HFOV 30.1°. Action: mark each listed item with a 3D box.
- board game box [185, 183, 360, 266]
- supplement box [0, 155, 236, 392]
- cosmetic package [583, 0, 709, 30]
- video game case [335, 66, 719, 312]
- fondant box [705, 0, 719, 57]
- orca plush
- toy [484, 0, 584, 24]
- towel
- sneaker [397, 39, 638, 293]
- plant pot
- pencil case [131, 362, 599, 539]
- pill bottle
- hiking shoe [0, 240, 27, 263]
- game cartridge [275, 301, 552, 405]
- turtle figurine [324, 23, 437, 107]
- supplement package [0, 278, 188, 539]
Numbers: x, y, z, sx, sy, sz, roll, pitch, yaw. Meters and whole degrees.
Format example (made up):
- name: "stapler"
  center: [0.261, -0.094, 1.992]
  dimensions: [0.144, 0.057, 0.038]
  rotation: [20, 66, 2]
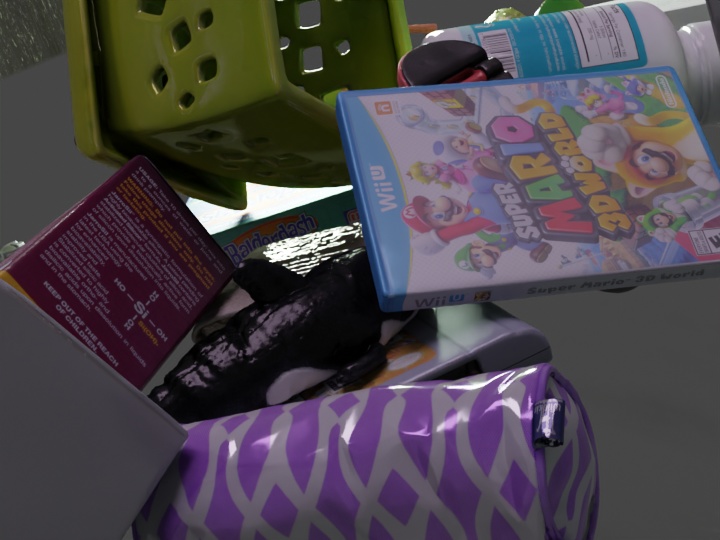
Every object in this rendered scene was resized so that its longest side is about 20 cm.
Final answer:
- name: "board game box"
  center: [-0.063, -0.054, 1.060]
  dimensions: [0.152, 0.045, 0.200]
  rotation: [-17, 20, 6]
- name: "supplement box"
  center: [-0.180, 0.034, 0.797]
  dimensions: [0.131, 0.103, 0.200]
  rotation: [-34, 12, 28]
- name: "cosmetic package"
  center: [0.264, -0.207, 1.142]
  dimensions: [0.200, 0.051, 0.083]
  rotation: [-5, 22, 38]
- name: "video game case"
  center: [0.096, -0.049, 0.724]
  dimensions: [0.200, 0.018, 0.143]
  rotation: [-6, 54, -9]
- name: "fondant box"
  center: [0.298, -0.113, 0.704]
  dimensions: [0.200, 0.145, 0.058]
  rotation: [-11, 20, 25]
- name: "orca plush"
  center: [-0.059, 0.027, 0.686]
  dimensions: [0.200, 0.071, 0.105]
  rotation: [-24, 19, -10]
- name: "toy"
  center: [0.137, -0.184, 1.041]
  dimensions: [0.115, 0.047, 0.200]
  rotation: [0, 1, -4]
- name: "towel"
  center: [0.000, 0.000, 0.866]
  dimensions: [0.200, 0.035, 0.133]
  rotation: [-13, 18, 18]
- name: "sneaker"
  center: [0.096, -0.051, 0.792]
  dimensions: [0.074, 0.087, 0.200]
  rotation: [-29, 60, -23]
- name: "plant pot"
  center: [-0.087, -0.153, 0.915]
  dimensions: [0.181, 0.200, 0.199]
  rotation: [-18, -18, 27]
- name: "pencil case"
  center: [0.002, 0.093, 0.547]
  dimensions: [0.200, 0.084, 0.086]
  rotation: [-11, 61, 26]
- name: "pill bottle"
  center: [0.145, -0.120, 0.905]
  dimensions: [0.200, 0.111, 0.111]
  rotation: [-8, 19, -2]
- name: "hiking shoe"
  center: [-0.276, 0.032, 1.020]
  dimensions: [0.101, 0.076, 0.200]
  rotation: [-35, 13, -16]
- name: "game cartridge"
  center: [-0.014, 0.064, 0.704]
  dimensions: [0.200, 0.042, 0.133]
  rotation: [-25, 24, -13]
- name: "turtle figurine"
  center: [-0.019, -0.145, 1.179]
  dimensions: [0.200, 0.064, 0.161]
  rotation: [-30, -3, -5]
- name: "supplement package"
  center: [-0.185, 0.108, 0.522]
  dimensions: [0.117, 0.117, 0.200]
  rotation: [5, 56, 52]
